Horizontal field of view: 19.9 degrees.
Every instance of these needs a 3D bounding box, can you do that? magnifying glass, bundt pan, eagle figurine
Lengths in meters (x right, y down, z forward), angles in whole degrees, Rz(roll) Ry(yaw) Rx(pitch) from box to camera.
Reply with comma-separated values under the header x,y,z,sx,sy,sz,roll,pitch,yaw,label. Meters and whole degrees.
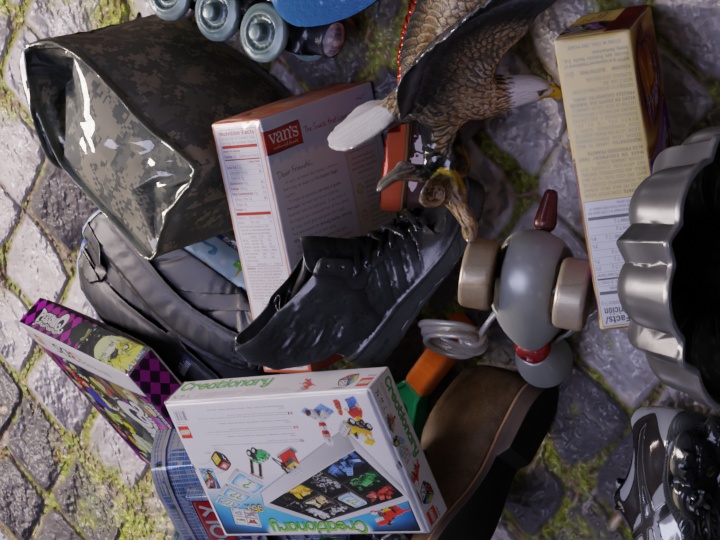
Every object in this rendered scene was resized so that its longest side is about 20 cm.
x,y,z,sx,sy,sz,roll,pitch,yaw,label
0.038,0.106,1.667,0.080,0.022,0.200,48,133,16,magnifying glass
0.242,-0.003,1.335,0.076,0.201,0.203,4,110,52,bundt pan
0.077,-0.146,1.431,0.151,0.150,0.201,32,125,38,eagle figurine

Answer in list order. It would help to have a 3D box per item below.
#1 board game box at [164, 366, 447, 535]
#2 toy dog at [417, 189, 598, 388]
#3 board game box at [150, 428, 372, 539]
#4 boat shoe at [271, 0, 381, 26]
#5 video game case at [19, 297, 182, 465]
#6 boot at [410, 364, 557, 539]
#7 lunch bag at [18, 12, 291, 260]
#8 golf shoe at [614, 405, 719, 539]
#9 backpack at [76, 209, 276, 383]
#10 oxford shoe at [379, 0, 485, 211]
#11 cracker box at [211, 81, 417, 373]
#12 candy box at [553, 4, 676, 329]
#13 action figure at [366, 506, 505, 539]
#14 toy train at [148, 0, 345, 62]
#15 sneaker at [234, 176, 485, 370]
x,y,z,sx,sy,sz,roll,pitch,yaw,label
-0.043,0.139,1.543,0.199,0.035,0.127,-6,116,36,board game box
0.127,0.010,1.474,0.131,0.097,0.200,21,162,-5,toy dog
-0.097,0.217,1.698,0.199,0.062,0.201,-7,130,20,board game box
0.024,-0.240,1.485,0.199,0.069,0.084,-27,97,28,boat shoe
-0.184,0.117,1.760,0.181,0.036,0.200,21,153,49,video game case
0.071,0.164,1.566,0.075,0.201,0.074,25,166,28,boot
-0.162,-0.123,1.651,0.200,0.164,0.118,45,128,19,lunch bag
0.233,0.190,1.504,0.094,0.077,0.201,26,122,51,golf shoe
-0.144,0.014,1.717,0.199,0.154,0.164,26,131,4,backpack
0.061,-0.140,1.535,0.072,0.071,0.201,8,108,2,oxford shoe
-0.034,-0.035,1.595,0.057,0.134,0.201,0,106,42,cracker box
0.182,-0.072,1.401,0.056,0.117,0.201,-6,104,17,candy box
0.053,0.206,1.633,0.119,0.101,0.201,136,127,-60,action figure
-0.086,-0.235,1.606,0.199,0.085,0.115,26,110,33,toy train
0.000,-0.001,1.511,0.104,0.060,0.200,30,102,-17,sneaker
